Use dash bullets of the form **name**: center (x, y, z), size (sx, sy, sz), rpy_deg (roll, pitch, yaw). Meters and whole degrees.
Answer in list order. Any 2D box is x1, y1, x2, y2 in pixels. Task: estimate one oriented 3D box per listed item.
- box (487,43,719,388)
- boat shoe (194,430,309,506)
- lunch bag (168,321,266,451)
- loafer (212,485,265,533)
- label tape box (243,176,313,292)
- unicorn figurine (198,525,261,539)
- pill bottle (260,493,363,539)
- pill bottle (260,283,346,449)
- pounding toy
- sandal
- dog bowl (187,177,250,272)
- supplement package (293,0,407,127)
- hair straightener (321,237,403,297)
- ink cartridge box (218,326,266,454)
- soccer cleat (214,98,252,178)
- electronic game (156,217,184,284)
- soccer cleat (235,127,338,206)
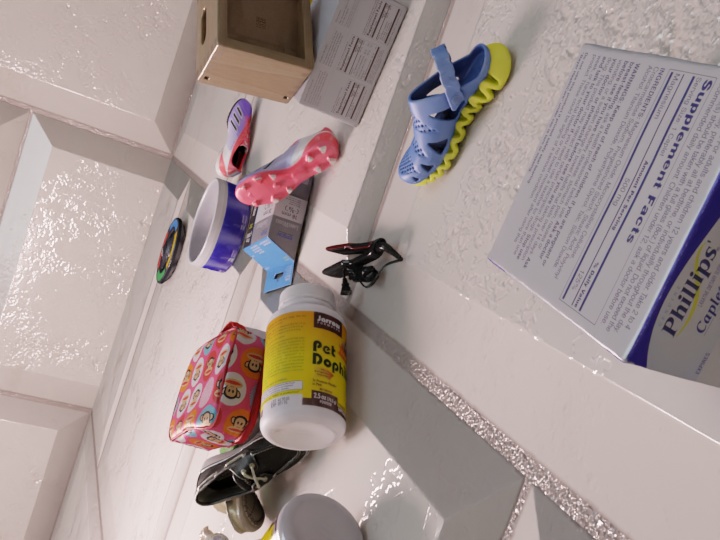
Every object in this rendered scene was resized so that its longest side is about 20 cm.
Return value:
- **box**: center (0.207, -0.046, 0.569), size (0.186, 0.104, 0.200), rpy_deg (-67, 23, 13)
- **boat shoe**: center (-0.149, 0.278, 1.126), size (0.199, 0.071, 0.064), rpy_deg (-30, 22, 24)
- **lunch bag**: center (-0.201, 0.161, 1.162), size (0.199, 0.081, 0.179), rpy_deg (-27, 47, 55)
- **loafer**: center (-0.195, 0.343, 1.229), size (0.068, 0.076, 0.200), rpy_deg (-30, 17, -5)
- **label tape box**: center (-0.156, -0.072, 1.451), size (0.144, 0.063, 0.203), rpy_deg (-17, 59, 63)
- **unicorn figurine**: center (-0.167, 0.411, 1.111), size (0.198, 0.074, 0.140), rpy_deg (8, 111, 35)
- **pill bottle**: center (-0.083, 0.360, 0.943), size (0.201, 0.108, 0.110), rpy_deg (-58, 27, 31)
- **pill bottle**: center (-0.072, 0.122, 1.058), size (0.109, 0.108, 0.202), rpy_deg (-46, 35, 46)
- **pounding toy**: center (-0.164, -0.378, 1.282), size (0.142, 0.182, 0.203), rpy_deg (-37, 52, 53)
- **sandal**: center (0.090, -0.190, 0.953), size (0.201, 0.086, 0.080), rpy_deg (-60, 28, 32)
- **dog bowl**: center (-0.319, -0.100, 1.817), size (0.200, 0.078, 0.203), rpy_deg (-45, 36, 47)
- **supplement package**: center (-0.032, -0.365, 1.311), size (0.202, 0.110, 0.156), rpy_deg (-65, 25, 18)
- **hair straightener**: center (0.000, 0.000, 1.100), size (0.199, 0.040, 0.078), rpy_deg (-3, 75, 61)
- **ink cartridge box**: center (-0.166, 0.202, 1.263), size (0.147, 0.083, 0.200), rpy_deg (-65, 25, 16)
- **soccer cleat**: center (-0.286, -0.316, 1.926), size (0.072, 0.068, 0.203), rpy_deg (2, 71, 41)
- **electronic game**: center (-0.566, -0.059, 2.390), size (0.200, 0.041, 0.202), rpy_deg (-46, 36, 47)
- **soccer cleat**: center (-0.123, -0.174, 1.368), size (0.198, 0.067, 0.077), rpy_deg (-27, 36, 17)
